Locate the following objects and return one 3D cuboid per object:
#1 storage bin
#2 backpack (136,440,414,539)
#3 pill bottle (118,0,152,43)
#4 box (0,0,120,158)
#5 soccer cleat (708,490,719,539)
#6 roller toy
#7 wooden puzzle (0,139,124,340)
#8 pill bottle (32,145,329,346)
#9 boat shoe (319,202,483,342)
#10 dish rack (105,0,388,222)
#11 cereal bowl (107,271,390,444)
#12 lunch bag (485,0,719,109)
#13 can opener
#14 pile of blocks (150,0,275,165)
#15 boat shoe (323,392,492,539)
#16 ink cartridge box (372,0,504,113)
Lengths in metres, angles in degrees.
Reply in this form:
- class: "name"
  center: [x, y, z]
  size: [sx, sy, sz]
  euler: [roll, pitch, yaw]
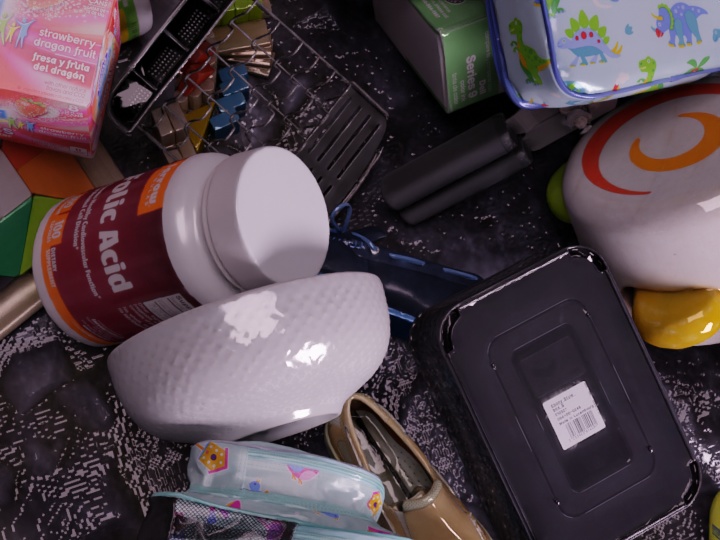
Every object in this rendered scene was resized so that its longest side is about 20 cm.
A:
- class: "storage bin"
  center: [0.137, 0.097, 1.110]
  size: [0.134, 0.094, 0.202]
  euler: [-26, 91, -13]
- class: "backpack"
  center: [-0.045, 0.204, 1.041]
  size: [0.198, 0.176, 0.155]
  euler: [17, 70, 6]
- class: "pill bottle"
  center: [-0.269, -0.202, 1.193]
  size: [0.198, 0.111, 0.112]
  euler: [-23, 75, -12]
- class: "box"
  center: [-0.270, -0.156, 1.059]
  size: [0.197, 0.103, 0.096]
  euler: [12, 73, -3]
- class: "soccer cleat"
  center: [0.301, 0.248, 1.107]
  size: [0.064, 0.084, 0.203]
  euler: [-9, 72, -8]
- class: "roller toy"
  center: [0.251, -0.039, 1.141]
  size: [0.181, 0.141, 0.200]
  euler: [-27, 31, -3]
- class: "wooden puzzle"
  center: [-0.275, -0.062, 1.136]
  size: [0.185, 0.037, 0.201]
  euler: [-40, 115, -16]
- class: "pill bottle"
  center: [-0.126, -0.017, 1.089]
  size: [0.198, 0.114, 0.116]
  euler: [-14, 66, 37]
- class: "boat shoe"
  center: [0.000, 0.000, 1.176]
  size: [0.198, 0.084, 0.069]
  euler: [24, 69, -14]
- class: "dish rack"
  center: [-0.077, -0.118, 1.170]
  size: [0.200, 0.055, 0.154]
  euler: [40, 87, -17]
- class: "cereal bowl"
  center: [-0.069, 0.073, 1.069]
  size: [0.198, 0.200, 0.084]
  euler: [-15, 80, -10]
- class: "lunch bag"
  center: [0.181, -0.204, 1.095]
  size: [0.198, 0.082, 0.163]
  euler: [-15, 96, -30]
- class: "can opener"
  center: [0.105, -0.103, 1.184]
  size: [0.199, 0.053, 0.067]
  euler: [-32, 51, 17]
- class: "pile of blocks"
  center: [-0.111, -0.168, 1.222]
  size: [0.081, 0.062, 0.202]
  euler: [12, 71, -1]
- class: "boat shoe"
  center: [0.042, 0.174, 1.112]
  size: [0.071, 0.076, 0.200]
  euler: [-38, 80, -18]
- class: "ink cartridge box"
  center: [0.122, -0.226, 1.222]
  size: [0.198, 0.088, 0.146]
  euler: [-24, 47, -11]
